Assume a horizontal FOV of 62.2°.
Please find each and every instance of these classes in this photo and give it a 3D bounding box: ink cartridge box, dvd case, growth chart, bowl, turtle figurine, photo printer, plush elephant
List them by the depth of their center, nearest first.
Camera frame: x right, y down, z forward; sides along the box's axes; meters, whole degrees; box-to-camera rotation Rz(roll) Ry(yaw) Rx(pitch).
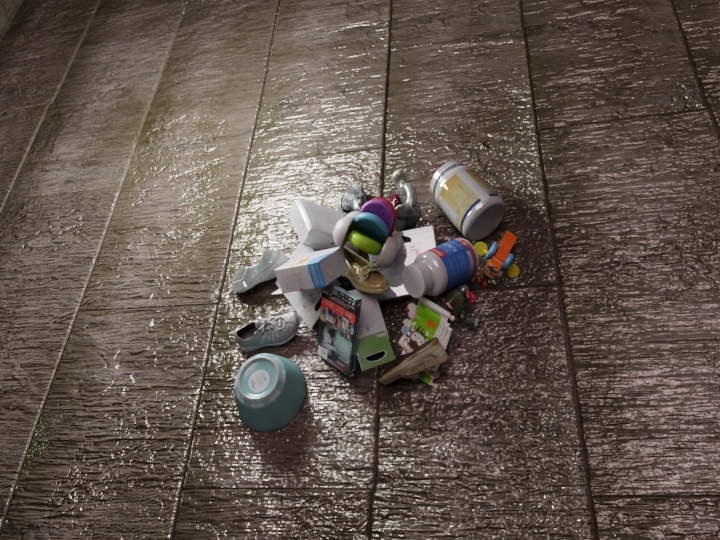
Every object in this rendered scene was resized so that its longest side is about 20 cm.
[{"bbox_3d":[0.159,0.174,1.499,0.141,0.018,0.207,20,100,29],"label":"growth chart"},{"bbox_3d":[-0.057,0.146,1.521,0.022,0.207,0.144,-7,20,-39],"label":"dvd case"},{"bbox_3d":[-0.245,0.296,1.534,0.193,0.106,0.206,-7,56,10],"label":"bowl"},{"bbox_3d":[0.227,0.100,1.539,0.199,0.101,0.150,-42,51,-4],"label":"turtle figurine"},{"bbox_3d":[0.009,0.151,1.546,0.101,0.059,0.206,-13,77,-24],"label":"ink cartridge box"},{"bbox_3d":[-0.143,0.002,1.558,0.195,0.070,0.115,-10,15,36],"label":"ink cartridge box"},{"bbox_3d":[0.120,-0.015,1.634,0.193,0.044,0.180,-10,76,8],"label":"ink cartridge box"},{"bbox_3d":[-0.138,0.037,1.659,0.200,0.049,0.163,46,110,31],"label":"ink cartridge box"},{"bbox_3d":[0.096,-0.161,1.686,0.201,0.153,0.166,49,120,19],"label":"plush elephant"},{"bbox_3d":[-0.094,-0.119,1.712,0.070,0.195,0.168,-57,39,26],"label":"photo printer"}]

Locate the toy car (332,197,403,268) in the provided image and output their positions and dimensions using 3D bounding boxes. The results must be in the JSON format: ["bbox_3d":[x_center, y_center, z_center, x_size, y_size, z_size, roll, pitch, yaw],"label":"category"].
[{"bbox_3d":[0.035,-0.111,1.535,0.171,0.200,0.154,27,108,6],"label":"toy car"}]

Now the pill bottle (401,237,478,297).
[{"bbox_3d":[0.201,-0.003,1.517,0.196,0.115,0.112,-22,50,-37],"label":"pill bottle"}]

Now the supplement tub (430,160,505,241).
[{"bbox_3d":[0.297,-0.199,1.675,0.142,0.146,0.202,-31,56,-7],"label":"supplement tub"}]

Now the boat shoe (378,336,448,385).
[{"bbox_3d":[0.128,0.239,1.468,0.198,0.072,0.066,-36,93,26],"label":"boat shoe"}]

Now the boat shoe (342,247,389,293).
[{"bbox_3d":[0.000,0.000,1.559,0.072,0.065,0.197,-22,36,-37],"label":"boat shoe"}]

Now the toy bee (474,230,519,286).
[{"bbox_3d":[0.347,-0.019,1.583,0.197,0.110,0.132,-23,64,-39],"label":"toy bee"}]

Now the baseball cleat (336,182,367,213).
[{"bbox_3d":[-0.022,-0.191,1.780,0.105,0.070,0.202,-33,22,16],"label":"baseball cleat"}]

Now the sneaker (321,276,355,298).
[{"bbox_3d":[-0.027,0.074,1.631,0.143,0.078,0.205,-30,55,-2],"label":"sneaker"}]

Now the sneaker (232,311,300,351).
[{"bbox_3d":[-0.255,0.164,1.624,0.195,0.082,0.076,-24,59,6],"label":"sneaker"}]

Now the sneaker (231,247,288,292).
[{"bbox_3d":[-0.293,0.012,1.750,0.197,0.080,0.072,-31,61,18],"label":"sneaker"}]
